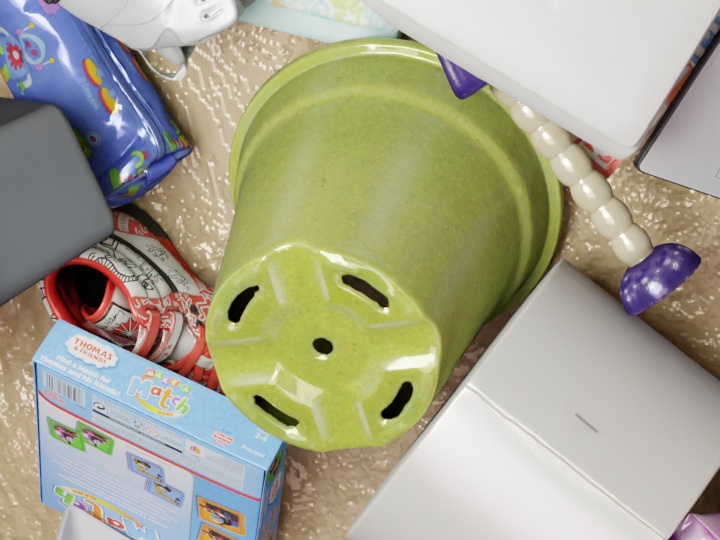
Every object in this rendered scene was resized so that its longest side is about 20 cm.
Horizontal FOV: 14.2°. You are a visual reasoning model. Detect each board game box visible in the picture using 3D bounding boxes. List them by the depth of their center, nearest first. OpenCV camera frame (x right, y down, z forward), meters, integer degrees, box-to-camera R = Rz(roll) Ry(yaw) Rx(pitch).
[{"bbox_3d":[-0.121,0.117,1.729,0.151,0.037,0.200,25,151,8],"label":"board game box"}]

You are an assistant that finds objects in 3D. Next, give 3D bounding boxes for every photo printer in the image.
[{"bbox_3d":[0.096,-0.177,1.512,0.200,0.069,0.167,31,95,-8],"label":"photo printer"}]

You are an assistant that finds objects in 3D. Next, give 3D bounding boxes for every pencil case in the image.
[{"bbox_3d":[-0.176,-0.131,1.704,0.087,0.078,0.200,-16,106,59],"label":"pencil case"}]

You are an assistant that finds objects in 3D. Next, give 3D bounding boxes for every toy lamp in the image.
[{"bbox_3d":[0.109,-0.069,1.588,0.058,0.058,0.200,-37,96,23],"label":"toy lamp"}]

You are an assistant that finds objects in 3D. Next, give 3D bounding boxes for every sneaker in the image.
[{"bbox_3d":[-0.091,-0.203,1.614,0.115,0.075,0.200,39,110,-4],"label":"sneaker"},{"bbox_3d":[-0.103,0.046,1.724,0.201,0.108,0.067,41,114,1],"label":"sneaker"}]

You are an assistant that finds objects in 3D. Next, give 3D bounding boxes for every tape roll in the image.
[{"bbox_3d":[0.105,0.112,1.632,0.139,0.203,0.203,38,114,3],"label":"tape roll"}]

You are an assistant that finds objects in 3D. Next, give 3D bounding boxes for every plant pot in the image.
[{"bbox_3d":[0.000,0.000,1.615,0.200,0.184,0.201,7,122,11],"label":"plant pot"}]

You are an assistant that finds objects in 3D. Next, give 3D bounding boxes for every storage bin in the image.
[{"bbox_3d":[-0.226,-0.025,1.653,0.134,0.200,0.146,-28,104,-16],"label":"storage bin"}]

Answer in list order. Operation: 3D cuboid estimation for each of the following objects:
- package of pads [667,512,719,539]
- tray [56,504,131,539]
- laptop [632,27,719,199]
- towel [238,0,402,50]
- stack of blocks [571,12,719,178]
[{"bbox_3d":[0.224,0.197,1.627,0.076,0.200,0.121,48,116,31],"label":"package of pads"},{"bbox_3d":[-0.108,0.228,1.759,0.200,0.107,0.022,33,117,-13],"label":"tray"},{"bbox_3d":[0.290,-0.076,1.559,0.200,0.116,0.187,17,117,-32],"label":"laptop"},{"bbox_3d":[-0.055,-0.228,1.656,0.200,0.048,0.171,16,112,11],"label":"towel"},{"bbox_3d":[0.159,-0.165,1.604,0.115,0.059,0.200,40,114,2],"label":"stack of blocks"}]
